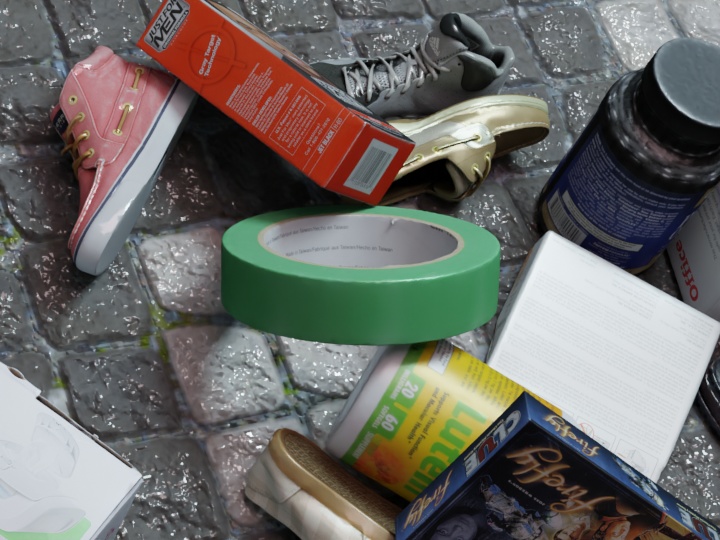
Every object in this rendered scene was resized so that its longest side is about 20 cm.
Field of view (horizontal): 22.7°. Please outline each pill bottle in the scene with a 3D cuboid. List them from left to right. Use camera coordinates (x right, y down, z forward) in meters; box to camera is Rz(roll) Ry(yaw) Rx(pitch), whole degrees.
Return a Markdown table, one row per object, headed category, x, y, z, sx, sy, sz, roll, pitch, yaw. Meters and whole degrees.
| category | x | y | z | sx | sy | sz | roll | pitch | yaw |
| --- | --- | --- | --- | --- | --- | --- | --- | --- | --- |
| pill bottle | 0.086 | 0.129 | 1.263 | 0.199 | 0.111 | 0.111 | 31 | 53 | -1 |
| pill bottle | 0.224 | -0.087 | 1.402 | 0.111 | 0.200 | 0.112 | 10 | 55 | -15 |

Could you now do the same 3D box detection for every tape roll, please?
| category | x | y | z | sx | sy | sz | roll | pitch | yaw |
| --- | --- | --- | --- | --- | --- | --- | --- | --- | --- |
| tape roll | 0.000 | 0.000 | 1.279 | 0.199 | 0.048 | 0.201 | 2 | 16 | 0 |

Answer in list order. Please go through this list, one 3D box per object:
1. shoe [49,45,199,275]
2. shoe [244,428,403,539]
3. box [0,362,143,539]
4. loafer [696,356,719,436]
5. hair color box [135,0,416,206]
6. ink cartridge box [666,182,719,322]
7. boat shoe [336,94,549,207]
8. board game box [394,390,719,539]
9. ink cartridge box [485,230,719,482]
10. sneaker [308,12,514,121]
| category | x | y | z | sx | sy | sz | roll | pitch | yaw |
| --- | --- | --- | --- | --- | --- | --- | --- | --- | --- |
| shoe | -0.195 | -0.085 | 1.324 | 0.091 | 0.072 | 0.201 | 25 | 48 | -3 |
| shoe | 0.006 | 0.190 | 1.237 | 0.200 | 0.053 | 0.070 | 39 | 13 | 3 |
| box | -0.251 | 0.134 | 1.090 | 0.200 | 0.177 | 0.097 | 36 | 53 | 4 |
| loafer | 0.346 | 0.136 | 1.391 | 0.072 | 0.063 | 0.200 | -33 | 74 | -34 |
| hair color box | -0.064 | -0.133 | 1.352 | 0.200 | 0.061 | 0.101 | 37 | 9 | 22 |
| ink cartridge box | 0.351 | -0.066 | 1.439 | 0.145 | 0.200 | 0.147 | 0 | 59 | -23 |
| boat shoe | 0.067 | -0.088 | 1.428 | 0.199 | 0.074 | 0.067 | -15 | 68 | -18 |
| board game box | 0.141 | 0.184 | 1.202 | 0.200 | 0.136 | 0.035 | 35 | 24 | -19 |
| ink cartridge box | 0.171 | 0.093 | 1.377 | 0.162 | 0.050 | 0.201 | 28 | 71 | -2 |
| sneaker | 0.032 | -0.166 | 1.433 | 0.199 | 0.116 | 0.075 | -4 | 60 | -24 |
